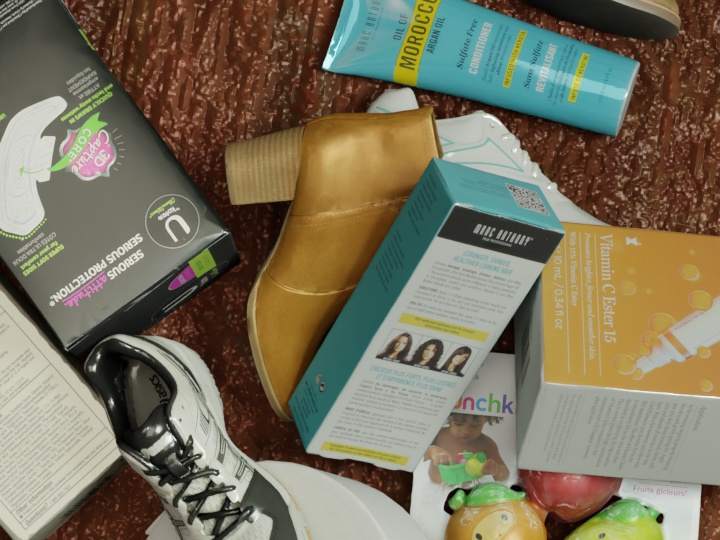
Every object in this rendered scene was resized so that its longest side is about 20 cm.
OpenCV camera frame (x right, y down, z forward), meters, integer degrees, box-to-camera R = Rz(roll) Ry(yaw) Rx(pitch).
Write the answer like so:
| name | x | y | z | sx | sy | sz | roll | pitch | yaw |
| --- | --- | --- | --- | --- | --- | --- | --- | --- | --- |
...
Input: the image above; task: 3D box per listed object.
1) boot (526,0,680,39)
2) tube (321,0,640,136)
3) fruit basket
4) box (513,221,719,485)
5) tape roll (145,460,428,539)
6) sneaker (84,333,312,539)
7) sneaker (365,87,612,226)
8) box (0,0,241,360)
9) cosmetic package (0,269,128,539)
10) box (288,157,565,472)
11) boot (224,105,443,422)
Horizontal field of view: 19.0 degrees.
| name | x | y | z | sx | sy | sz | roll | pitch | yaw |
| --- | --- | --- | --- | --- | --- | --- | --- | --- | --- |
| boot | 0.122 | -0.211 | 1.397 | 0.199 | 0.074 | 0.076 | 24 | 76 | 6 |
| tube | 0.080 | -0.140 | 1.404 | 0.199 | 0.050 | 0.078 | 17 | 78 | 9 |
| fruit basket | 0.123 | 0.152 | 1.349 | 0.184 | 0.094 | 0.201 | 6 | 82 | 2 |
| box | 0.199 | 0.054 | 1.319 | 0.199 | 0.098 | 0.125 | 5 | 53 | -4 |
| tape roll | -0.047 | 0.219 | 1.320 | 0.202 | 0.071 | 0.203 | -7 | 75 | 27 |
| sneaker | -0.105 | 0.121 | 1.285 | 0.076 | 0.088 | 0.200 | -42 | 63 | 10 |
| sneaker | 0.087 | -0.058 | 1.381 | 0.200 | 0.070 | 0.080 | 22 | 83 | 4 |
| box | -0.182 | -0.058 | 1.349 | 0.124 | 0.149 | 0.200 | -35 | 84 | -3 |
| cosmetic package | -0.239 | 0.069 | 1.377 | 0.103 | 0.073 | 0.200 | -41 | 85 | -2 |
| box | 0.037 | 0.030 | 1.313 | 0.082 | 0.049 | 0.200 | 14 | 122 | -30 |
| boot | 0.000 | -0.001 | 1.342 | 0.143 | 0.071 | 0.202 | -5 | 113 | 8 |
